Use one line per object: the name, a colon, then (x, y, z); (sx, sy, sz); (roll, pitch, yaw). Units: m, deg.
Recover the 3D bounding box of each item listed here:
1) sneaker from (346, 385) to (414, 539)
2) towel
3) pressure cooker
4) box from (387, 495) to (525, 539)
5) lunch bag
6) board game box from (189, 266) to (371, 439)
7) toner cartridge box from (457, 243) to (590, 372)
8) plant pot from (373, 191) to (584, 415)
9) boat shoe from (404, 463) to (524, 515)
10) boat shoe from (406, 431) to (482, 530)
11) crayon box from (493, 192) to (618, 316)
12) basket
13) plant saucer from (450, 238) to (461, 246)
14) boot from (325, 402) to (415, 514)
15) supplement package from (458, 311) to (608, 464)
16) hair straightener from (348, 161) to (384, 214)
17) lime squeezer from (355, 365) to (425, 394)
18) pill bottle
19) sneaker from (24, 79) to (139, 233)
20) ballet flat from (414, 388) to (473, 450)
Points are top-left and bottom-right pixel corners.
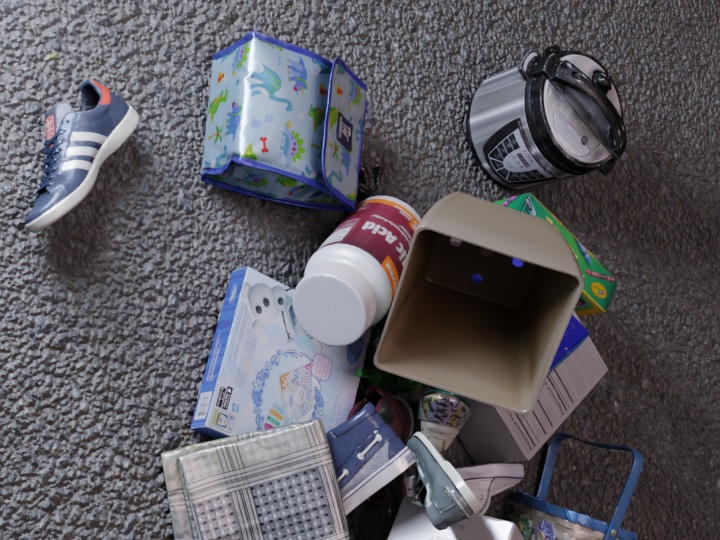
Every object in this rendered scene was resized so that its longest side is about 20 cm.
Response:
sneaker: (0.010, 0.235, 1.687); (0.116, 0.075, 0.202); (46, 43, -55)
towel: (-0.117, 0.281, 1.572); (0.198, 0.035, 0.195); (-13, 89, -6)
pressure cooker: (0.263, -0.211, 1.904); (0.175, 0.199, 0.181); (-1, 83, -38)
box: (0.129, 0.377, 1.679); (0.107, 0.151, 0.200); (-66, 149, -26)
lunch bag: (-0.080, -0.173, 1.680); (0.199, 0.127, 0.172); (16, 72, -34)
board game box: (-0.092, 0.127, 1.669); (0.198, 0.043, 0.202); (27, 66, -31)
toner cartridge box: (0.195, 0.044, 1.800); (0.095, 0.043, 0.200); (-36, 76, -32)
plant pot: (0.145, 0.019, 1.657); (0.198, 0.201, 0.177); (18, 30, 0)
boat shoe: (0.132, 0.298, 1.790); (0.200, 0.074, 0.087); (-2, 82, -35)
boat shoe: (0.080, 0.247, 1.620); (0.062, 0.200, 0.073); (-38, 108, -5)
crayon box: (0.245, -0.014, 1.905); (0.200, 0.118, 0.059); (42, 60, -24)
basket: (0.289, 0.322, 1.842); (0.138, 0.176, 0.202); (27, 77, -26)
plant saucer: (0.122, 0.050, 1.818); (0.198, 0.030, 0.202); (11, 59, -18)
boot: (-0.035, 0.246, 1.635); (0.091, 0.200, 0.073); (52, 10, 7)
supplement package: (0.218, 0.154, 1.857); (0.200, 0.113, 0.110); (-41, 106, -33)
hair straightener: (-0.005, -0.113, 1.789); (0.200, 0.041, 0.077); (47, 57, -16)
lime squeezer: (0.055, 0.134, 1.754); (0.199, 0.070, 0.038); (9, 62, -38)
pill bottle: (0.000, 0.000, 1.682); (0.115, 0.114, 0.200); (57, 34, -14)
sneaker: (-0.327, -0.130, 1.522); (0.085, 0.075, 0.201); (46, 48, -23)
ballet flat: (0.100, 0.192, 1.724); (0.071, 0.200, 0.073); (0, 79, 0)
